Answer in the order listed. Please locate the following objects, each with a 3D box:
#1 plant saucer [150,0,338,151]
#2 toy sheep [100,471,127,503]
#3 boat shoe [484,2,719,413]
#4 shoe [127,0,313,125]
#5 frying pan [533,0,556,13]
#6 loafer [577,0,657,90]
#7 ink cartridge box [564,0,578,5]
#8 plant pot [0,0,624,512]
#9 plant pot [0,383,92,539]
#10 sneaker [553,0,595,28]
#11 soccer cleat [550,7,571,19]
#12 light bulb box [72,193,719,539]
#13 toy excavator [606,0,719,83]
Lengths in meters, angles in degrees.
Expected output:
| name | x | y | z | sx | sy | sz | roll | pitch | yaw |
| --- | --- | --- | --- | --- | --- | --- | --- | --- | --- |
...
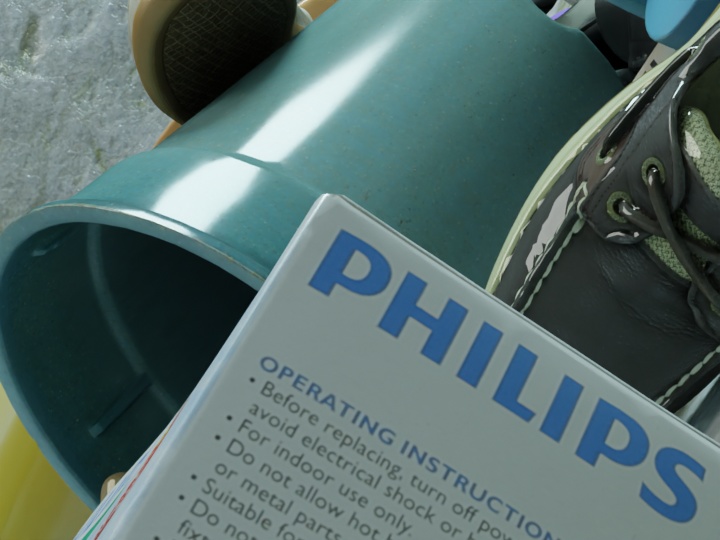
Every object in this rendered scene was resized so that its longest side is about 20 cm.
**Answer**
| name | x | y | z | sx | sy | sz | roll | pitch | yaw |
| --- | --- | --- | --- | --- | --- | --- | --- | --- | --- |
| plant saucer | -0.018 | -0.085 | 1.040 | 0.200 | 0.038 | 0.200 | -36 | -10 | -7 |
| toy sheep | -0.079 | 0.158 | 0.707 | 0.138 | 0.137 | 0.201 | -52 | 39 | 42 |
| boat shoe | 0.095 | -0.026 | 0.552 | 0.201 | 0.072 | 0.066 | -51 | 0 | 11 |
| shoe | -0.057 | -0.093 | 0.833 | 0.070 | 0.053 | 0.200 | -48 | -13 | 3 |
| frying pan | 0.076 | -0.126 | 0.939 | 0.189 | 0.031 | 0.115 | -28 | -3 | -10 |
| loafer | 0.119 | -0.090 | 0.787 | 0.068 | 0.070 | 0.201 | -57 | 5 | -19 |
| ink cartridge box | 0.187 | -0.248 | 1.177 | 0.201 | 0.084 | 0.146 | -58 | 5 | -31 |
| plant pot | 0.000 | 0.000 | 0.780 | 0.196 | 0.200 | 0.200 | -48 | -2 | -35 |
| plant pot | -0.135 | 0.117 | 1.030 | 0.201 | 0.200 | 0.190 | -70 | 3 | -75 |
| sneaker | 0.108 | -0.078 | 0.924 | 0.199 | 0.085 | 0.075 | -32 | -2 | -10 |
| soccer cleat | 0.086 | -0.091 | 1.028 | 0.068 | 0.074 | 0.200 | -5 | 31 | 28 |
| light bulb box | -0.031 | 0.128 | 0.432 | 0.201 | 0.124 | 0.198 | -60 | 5 | -36 |
| toy excavator | 0.107 | -0.077 | 0.645 | 0.200 | 0.099 | 0.195 | -57 | 22 | 36 |
